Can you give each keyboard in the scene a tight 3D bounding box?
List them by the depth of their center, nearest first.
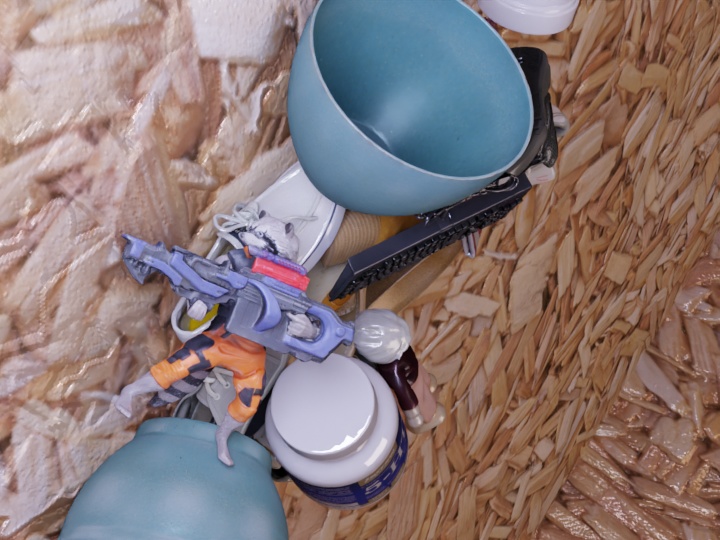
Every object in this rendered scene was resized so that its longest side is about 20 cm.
[{"bbox_3d":[0.068,-0.036,1.462,0.200,0.021,0.127,-27,163,-28],"label":"keyboard"}]

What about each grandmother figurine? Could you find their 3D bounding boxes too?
[{"bbox_3d":[0.036,0.095,1.649,0.061,0.121,0.200,-27,148,2],"label":"grandmother figurine"}]

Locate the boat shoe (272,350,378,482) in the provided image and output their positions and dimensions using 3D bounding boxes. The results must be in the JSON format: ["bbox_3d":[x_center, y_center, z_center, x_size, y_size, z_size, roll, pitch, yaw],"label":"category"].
[{"bbox_3d":[-0.038,0.152,1.754,0.062,0.073,0.200,-17,151,-43],"label":"boat shoe"}]

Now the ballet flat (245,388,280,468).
[{"bbox_3d":[-0.114,0.183,1.637,0.200,0.073,0.073,-50,159,-28],"label":"ballet flat"}]

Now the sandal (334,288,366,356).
[{"bbox_3d":[-0.031,0.005,1.627,0.070,0.078,0.212,17,96,-39],"label":"sandal"}]

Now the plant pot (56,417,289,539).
[{"bbox_3d":[-0.146,0.205,1.433,0.200,0.200,0.134,79,23,-63],"label":"plant pot"}]

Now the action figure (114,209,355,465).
[{"bbox_3d":[-0.119,0.034,1.335,0.194,0.200,0.105,-57,-158,4],"label":"action figure"}]

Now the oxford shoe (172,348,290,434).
[{"bbox_3d":[-0.113,0.085,1.496,0.058,0.075,0.200,-3,123,-55],"label":"oxford shoe"}]

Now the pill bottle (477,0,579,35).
[{"bbox_3d":[0.171,-0.322,1.551,0.116,0.116,0.200,-42,155,-43],"label":"pill bottle"}]

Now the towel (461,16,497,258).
[{"bbox_3d":[0.116,-0.133,1.691,0.144,0.023,0.200,73,27,-52],"label":"towel"}]

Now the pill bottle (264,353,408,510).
[{"bbox_3d":[-0.022,0.141,1.535,0.120,0.120,0.200,-56,165,-11],"label":"pill bottle"}]

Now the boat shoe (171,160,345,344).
[{"bbox_3d":[-0.090,-0.022,1.410,0.202,0.075,0.086,-51,151,-4],"label":"boat shoe"}]

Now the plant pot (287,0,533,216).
[{"bbox_3d":[0.021,-0.121,1.384,0.200,0.200,0.135,-42,175,-43],"label":"plant pot"}]

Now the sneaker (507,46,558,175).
[{"bbox_3d":[0.150,-0.118,1.636,0.199,0.076,0.114,-75,156,-50],"label":"sneaker"}]

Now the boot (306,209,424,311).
[{"bbox_3d":[0.000,-0.001,1.545,0.144,0.071,0.201,-16,154,-32],"label":"boot"}]

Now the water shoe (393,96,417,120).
[{"bbox_3d":[0.071,-0.166,1.557,0.200,0.079,0.072,-38,130,-48],"label":"water shoe"}]

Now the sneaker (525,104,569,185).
[{"bbox_3d":[0.157,-0.112,1.848,0.200,0.099,0.078,-56,161,-14],"label":"sneaker"}]

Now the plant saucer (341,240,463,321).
[{"bbox_3d":[0.025,0.018,1.731,0.200,0.035,0.200,-41,171,-8],"label":"plant saucer"}]
